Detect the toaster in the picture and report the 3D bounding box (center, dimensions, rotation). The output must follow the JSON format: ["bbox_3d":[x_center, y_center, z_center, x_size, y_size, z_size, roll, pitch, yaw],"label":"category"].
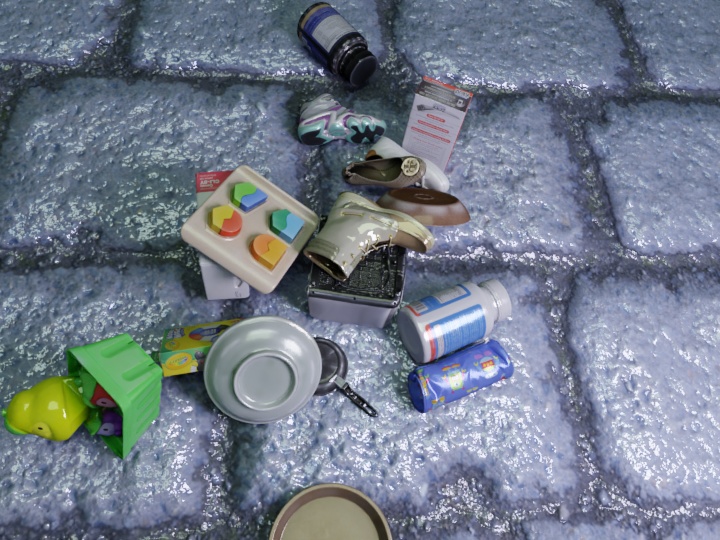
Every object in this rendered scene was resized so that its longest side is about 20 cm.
[{"bbox_3d":[0.000,0.000,1.148,0.199,0.119,0.182,8,62,-3],"label":"toaster"}]

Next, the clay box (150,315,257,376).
[{"bbox_3d":[-0.268,0.131,1.048,0.199,0.115,0.048,-7,106,-12],"label":"clay box"}]

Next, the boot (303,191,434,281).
[{"bbox_3d":[0.016,-0.043,1.066,0.199,0.072,0.155,25,61,12],"label":"boot"}]

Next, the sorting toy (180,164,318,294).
[{"bbox_3d":[-0.186,-0.081,1.058,0.185,0.036,0.200,35,52,-6],"label":"sorting toy"}]

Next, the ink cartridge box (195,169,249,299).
[{"bbox_3d":[-0.259,-0.065,1.134,0.083,0.145,0.201,-5,62,-10],"label":"ink cartridge box"}]

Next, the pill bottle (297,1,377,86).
[{"bbox_3d":[-0.053,-0.536,1.437,0.112,0.112,0.200,-33,71,-22],"label":"pill bottle"}]

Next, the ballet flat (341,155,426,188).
[{"bbox_3d":[0.043,-0.208,1.252,0.199,0.046,0.068,4,74,34],"label":"ballet flat"}]

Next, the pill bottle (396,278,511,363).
[{"bbox_3d":[0.178,0.088,1.128,0.199,0.112,0.113,-20,66,-17],"label":"pill bottle"}]

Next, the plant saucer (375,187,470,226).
[{"bbox_3d":[0.125,-0.134,1.216,0.199,0.037,0.201,6,20,-2],"label":"plant saucer"}]

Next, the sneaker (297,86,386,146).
[{"bbox_3d":[-0.046,-0.359,1.361,0.199,0.078,0.140,-3,63,-10],"label":"sneaker"}]

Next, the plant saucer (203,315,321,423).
[{"bbox_3d":[-0.159,0.175,1.001,0.199,0.201,0.050,-9,19,-12],"label":"plant saucer"}]

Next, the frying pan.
[{"bbox_3d":[-0.061,0.202,1.085,0.115,0.031,0.190,-24,64,-17],"label":"frying pan"}]

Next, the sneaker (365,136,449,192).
[{"bbox_3d":[0.096,-0.209,1.307,0.200,0.073,0.085,34,65,24],"label":"sneaker"}]

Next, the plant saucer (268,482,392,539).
[{"bbox_3d":[-0.048,0.443,0.953,0.199,0.030,0.201,3,62,-6],"label":"plant saucer"}]

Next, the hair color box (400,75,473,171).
[{"bbox_3d":[0.157,-0.304,1.287,0.110,0.200,0.064,22,61,5],"label":"hair color box"}]

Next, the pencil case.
[{"bbox_3d":[0.180,0.187,1.092,0.199,0.078,0.087,-19,95,-17],"label":"pencil case"}]

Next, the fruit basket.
[{"bbox_3d":[-0.425,0.212,0.930,0.155,0.216,0.216,41,64,14],"label":"fruit basket"}]
